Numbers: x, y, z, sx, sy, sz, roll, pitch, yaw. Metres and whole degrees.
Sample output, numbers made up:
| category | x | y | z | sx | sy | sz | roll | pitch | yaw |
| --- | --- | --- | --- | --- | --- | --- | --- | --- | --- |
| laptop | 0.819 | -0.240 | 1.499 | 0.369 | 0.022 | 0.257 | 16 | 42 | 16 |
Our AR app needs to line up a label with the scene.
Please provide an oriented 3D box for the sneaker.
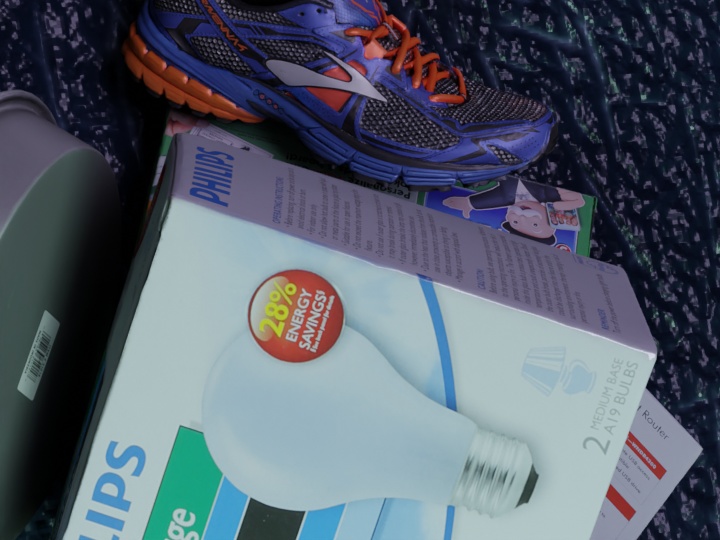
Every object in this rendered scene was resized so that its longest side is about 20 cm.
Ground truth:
| category | x | y | z | sx | sy | sz | roll | pitch | yaw |
| --- | --- | --- | --- | --- | --- | --- | --- | --- | --- |
| sneaker | -0.007 | -0.092 | 1.306 | 0.199 | 0.079 | 0.075 | 19 | 24 | 6 |

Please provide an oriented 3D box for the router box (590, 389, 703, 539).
| category | x | y | z | sx | sy | sz | roll | pitch | yaw |
| --- | --- | --- | --- | --- | --- | --- | --- | --- | --- |
| router box | 0.036 | 0.074 | 1.352 | 0.200 | 0.049 | 0.180 | 47 | 52 | -4 |

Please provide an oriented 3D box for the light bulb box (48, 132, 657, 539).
| category | x | y | z | sx | sy | sz | roll | pitch | yaw |
| --- | --- | --- | --- | --- | --- | --- | --- | --- | --- |
| light bulb box | -0.011 | 0.074 | 1.199 | 0.199 | 0.125 | 0.199 | 17 | 103 | -6 |

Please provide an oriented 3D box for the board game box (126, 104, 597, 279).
| category | x | y | z | sx | sy | sz | roll | pitch | yaw |
| --- | --- | --- | --- | --- | --- | --- | --- | --- | --- |
| board game box | 0.000 | 0.000 | 1.309 | 0.199 | 0.029 | 0.135 | 14 | 50 | -5 |

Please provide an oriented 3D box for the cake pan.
| category | x | y | z | sx | sy | sz | roll | pitch | yaw |
| --- | --- | --- | --- | --- | --- | --- | --- | --- | --- |
| cake pan | -0.145 | 0.029 | 1.181 | 0.037 | 0.200 | 0.201 | 16 | 62 | 13 |
